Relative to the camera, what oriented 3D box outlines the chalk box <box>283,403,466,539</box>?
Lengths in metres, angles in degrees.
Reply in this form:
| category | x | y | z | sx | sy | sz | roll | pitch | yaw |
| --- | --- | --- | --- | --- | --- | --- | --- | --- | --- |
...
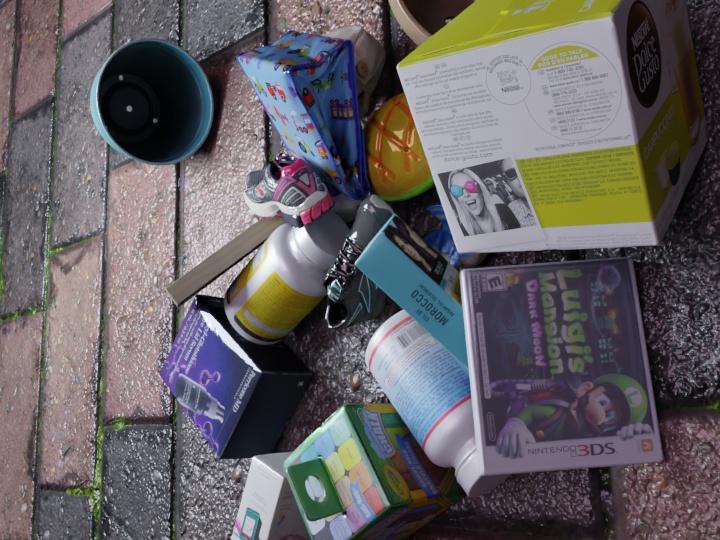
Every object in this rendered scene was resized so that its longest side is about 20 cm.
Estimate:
| category | x | y | z | sx | sy | sz | roll | pitch | yaw |
| --- | --- | --- | --- | --- | --- | --- | --- | --- | --- |
| chalk box | 0.004 | 0.235 | 0.790 | 0.124 | 0.198 | 0.126 | -45 | 58 | 25 |

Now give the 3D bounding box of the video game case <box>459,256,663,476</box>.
| category | x | y | z | sx | sy | sz | roll | pitch | yaw |
| --- | --- | --- | --- | --- | --- | --- | --- | --- | --- |
| video game case | 0.197 | 0.093 | 0.695 | 0.177 | 0.023 | 0.205 | -4 | 77 | -1 |

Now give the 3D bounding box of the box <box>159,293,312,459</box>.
| category | x | y | z | sx | sy | sz | roll | pitch | yaw |
| --- | --- | --- | --- | --- | --- | --- | --- | --- | --- |
| box | -0.188 | 0.153 | 1.031 | 0.199 | 0.103 | 0.150 | 38 | 107 | 38 |

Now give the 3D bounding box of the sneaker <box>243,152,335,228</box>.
| category | x | y | z | sx | sy | sz | roll | pitch | yaw |
| --- | --- | --- | --- | --- | --- | --- | --- | --- | --- |
| sneaker | -0.101 | -0.116 | 0.906 | 0.080 | 0.076 | 0.199 | -38 | 27 | -21 |

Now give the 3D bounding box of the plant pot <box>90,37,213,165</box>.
| category | x | y | z | sx | sy | sz | roll | pitch | yaw |
| --- | --- | --- | --- | --- | --- | --- | --- | --- | --- |
| plant pot | -0.383 | -0.288 | 1.225 | 0.187 | 0.197 | 0.205 | 12 | 91 | 56 |

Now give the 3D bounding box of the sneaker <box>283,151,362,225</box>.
| category | x | y | z | sx | sy | sz | roll | pitch | yaw |
| --- | --- | --- | --- | --- | --- | --- | --- | --- | --- |
| sneaker | -0.070 | -0.121 | 0.998 | 0.198 | 0.074 | 0.089 | 22 | 91 | 39 |

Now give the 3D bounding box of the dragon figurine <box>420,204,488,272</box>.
| category | x | y | z | sx | sy | sz | roll | pitch | yaw |
| --- | --- | --- | --- | --- | --- | --- | --- | --- | --- |
| dragon figurine | 0.109 | -0.044 | 0.838 | 0.198 | 0.058 | 0.102 | 22 | 97 | 40 |

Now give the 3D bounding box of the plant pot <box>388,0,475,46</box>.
| category | x | y | z | sx | sy | sz | roll | pitch | yaw |
| --- | --- | --- | --- | --- | --- | --- | --- | --- | --- |
| plant pot | 0.120 | -0.318 | 0.824 | 0.093 | 0.196 | 0.206 | 127 | 139 | -73 |

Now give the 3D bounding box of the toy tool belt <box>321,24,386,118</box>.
| category | x | y | z | sx | sy | sz | roll | pitch | yaw |
| --- | --- | --- | --- | --- | --- | --- | --- | --- | --- |
| toy tool belt | -0.058 | -0.256 | 0.976 | 0.197 | 0.124 | 0.126 | -1 | 73 | 41 |

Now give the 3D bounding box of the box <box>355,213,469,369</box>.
| category | x | y | z | sx | sy | sz | roll | pitch | yaw |
| --- | --- | --- | --- | --- | --- | --- | --- | --- | --- |
| box | 0.089 | 0.030 | 0.764 | 0.199 | 0.082 | 0.049 | 42 | 113 | -2 |

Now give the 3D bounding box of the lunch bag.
| category | x | y | z | sx | sy | sz | roll | pitch | yaw |
| --- | --- | --- | --- | --- | --- | --- | --- | --- | --- |
| lunch bag | -0.058 | -0.180 | 0.872 | 0.150 | 0.093 | 0.203 | 33 | 147 | 51 |

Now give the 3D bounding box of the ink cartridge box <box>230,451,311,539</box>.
| category | x | y | z | sx | sy | sz | roll | pitch | yaw |
| --- | --- | --- | --- | --- | --- | --- | --- | --- | --- |
| ink cartridge box | -0.108 | 0.350 | 0.922 | 0.066 | 0.115 | 0.205 | 18 | 95 | 39 |

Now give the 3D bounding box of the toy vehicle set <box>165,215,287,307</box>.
| category | x | y | z | sx | sy | sz | roll | pitch | yaw |
| --- | --- | --- | --- | --- | --- | --- | --- | --- | --- |
| toy vehicle set | -0.186 | -0.020 | 0.990 | 0.027 | 0.199 | 0.124 | 53 | 164 | -5 |

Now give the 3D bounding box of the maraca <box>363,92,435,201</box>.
| category | x | y | z | sx | sy | sz | roll | pitch | yaw |
| --- | --- | --- | --- | --- | --- | --- | --- | --- | --- |
| maraca | 0.075 | -0.164 | 0.854 | 0.198 | 0.106 | 0.140 | -26 | 65 | 34 |

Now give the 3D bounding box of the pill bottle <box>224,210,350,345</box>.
| category | x | y | z | sx | sy | sz | roll | pitch | yaw |
| --- | --- | --- | --- | --- | --- | --- | --- | --- | --- |
| pill bottle | -0.097 | 0.006 | 0.955 | 0.200 | 0.110 | 0.113 | -44 | 57 | 37 |

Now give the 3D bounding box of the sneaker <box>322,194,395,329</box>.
| category | x | y | z | sx | sy | sz | roll | pitch | yaw |
| --- | --- | --- | --- | --- | --- | --- | --- | --- | --- |
| sneaker | 0.000 | 0.000 | 0.858 | 0.075 | 0.078 | 0.203 | 42 | 142 | 31 |

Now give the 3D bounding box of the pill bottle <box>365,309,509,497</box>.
| category | x | y | z | sx | sy | sz | roll | pitch | yaw |
| --- | --- | --- | --- | --- | --- | --- | --- | --- | --- |
| pill bottle | 0.096 | 0.145 | 0.786 | 0.109 | 0.108 | 0.201 | -51 | 54 | 21 |

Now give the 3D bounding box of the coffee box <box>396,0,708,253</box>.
| category | x | y | z | sx | sy | sz | roll | pitch | yaw |
| --- | --- | --- | --- | --- | --- | --- | --- | --- | --- |
| coffee box | 0.187 | -0.156 | 0.650 | 0.197 | 0.200 | 0.201 | 0 | 124 | 40 |
